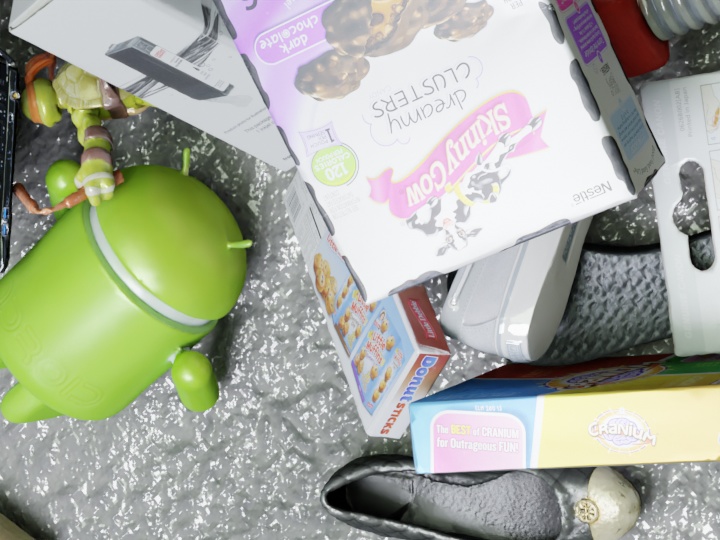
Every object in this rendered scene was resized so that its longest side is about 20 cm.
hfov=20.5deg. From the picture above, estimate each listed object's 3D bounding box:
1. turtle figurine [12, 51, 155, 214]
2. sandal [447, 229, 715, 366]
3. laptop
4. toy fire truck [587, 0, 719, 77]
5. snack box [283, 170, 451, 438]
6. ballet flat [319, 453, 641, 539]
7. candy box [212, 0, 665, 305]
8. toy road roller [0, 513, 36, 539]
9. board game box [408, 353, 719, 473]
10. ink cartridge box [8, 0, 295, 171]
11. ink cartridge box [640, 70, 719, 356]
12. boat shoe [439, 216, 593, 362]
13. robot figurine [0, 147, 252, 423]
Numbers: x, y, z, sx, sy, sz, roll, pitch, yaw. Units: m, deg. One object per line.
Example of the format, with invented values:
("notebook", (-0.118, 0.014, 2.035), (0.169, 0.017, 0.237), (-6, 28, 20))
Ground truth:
("turtle figurine", (-0.145, -0.123, 1.242), (0.161, 0.200, 0.064), (-12, 132, 4))
("sandal", (0.151, 0.013, 1.165), (0.200, 0.043, 0.076), (-3, 99, 15))
("laptop", (-0.280, -0.111, 1.260), (0.103, 0.177, 0.200), (2, 99, -19))
("toy fire truck", (0.186, -0.138, 1.058), (0.176, 0.129, 0.200), (-18, 49, 25))
("snack box", (0.000, 0.000, 1.169), (0.072, 0.024, 0.200), (-60, 35, 35))
("ballet flat", (0.071, 0.144, 1.201), (0.200, 0.057, 0.067), (-2, 95, 25))
("candy box", (0.039, -0.106, 1.040), (0.168, 0.072, 0.200), (-23, 99, 26))
("toy road roller", (-0.303, 0.256, 1.333), (0.123, 0.146, 0.200), (33, 108, 18))
("board game box", (0.147, 0.076, 1.106), (0.200, 0.153, 0.040), (-5, 93, 24))
("ink cartridge box", (-0.090, -0.168, 1.135), (0.084, 0.200, 0.145), (-28, 48, 41))
("ink cartridge box", (0.266, -0.040, 1.100), (0.200, 0.050, 0.163), (-7, 92, 27))
("boat shoe", (0.097, -0.045, 1.132), (0.068, 0.072, 0.200), (12, 77, 22))
("robot figurine", (-0.155, 0.015, 1.258), (0.200, 0.116, 0.176), (-42, 73, 22))
